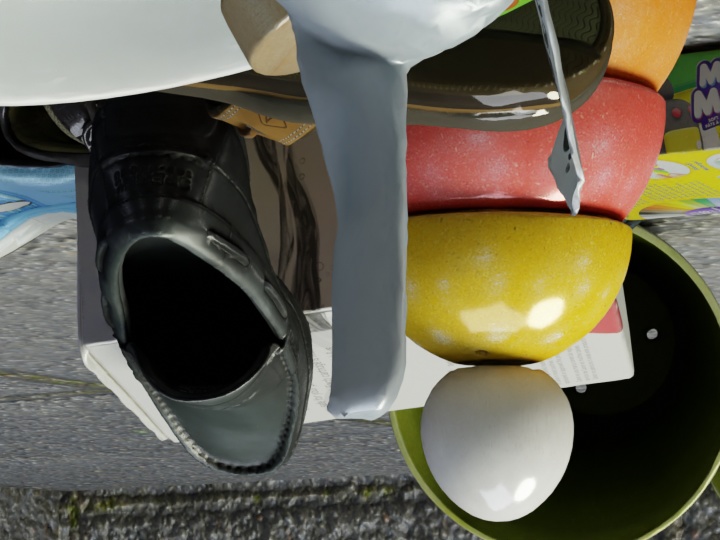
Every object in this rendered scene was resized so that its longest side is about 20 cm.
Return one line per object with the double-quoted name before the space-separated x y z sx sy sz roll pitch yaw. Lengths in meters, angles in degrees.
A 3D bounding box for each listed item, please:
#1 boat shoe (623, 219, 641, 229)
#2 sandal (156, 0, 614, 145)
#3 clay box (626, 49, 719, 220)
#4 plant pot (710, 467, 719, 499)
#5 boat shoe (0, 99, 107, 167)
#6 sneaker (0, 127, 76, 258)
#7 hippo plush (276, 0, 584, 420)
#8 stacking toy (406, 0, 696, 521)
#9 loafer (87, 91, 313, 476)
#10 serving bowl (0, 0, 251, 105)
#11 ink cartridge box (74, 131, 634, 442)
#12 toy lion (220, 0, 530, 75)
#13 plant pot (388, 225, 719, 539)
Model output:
"boat shoe" 0.101 -0.025 1.254 0.076 0.060 0.200 5 170 -27
"sandal" -0.013 -0.070 0.766 0.200 0.082 0.055 11 146 28
"clay box" 0.154 -0.058 1.084 0.200 0.048 0.115 -3 169 31
"plant pot" 0.395 0.169 2.177 0.200 0.200 0.193 -7 157 40
"boat shoe" -0.080 -0.067 0.903 0.065 0.073 0.200 -31 -178 -19
"sneaker" -0.157 -0.056 1.096 0.200 0.078 0.090 -11 152 27
"hippo plush" -0.024 -0.119 0.414 0.161 0.200 0.159 20 -143 21
"stacking toy" 0.042 -0.021 0.827 0.146 0.200 0.146 0 171 0
"loafer" -0.057 0.019 0.889 0.068 0.070 0.201 -2 144 7
"serving bowl" -0.043 -0.108 0.633 0.200 0.066 0.200 -14 166 -3
"ink cartridge box" 0.000 0.000 1.023 0.200 0.083 0.147 -8 161 7
"toy lion" 0.066 -0.103 0.556 0.200 0.069 0.192 -30 168 7
"plant pot" 0.124 0.049 1.453 0.187 0.187 0.200 -2 -174 12
